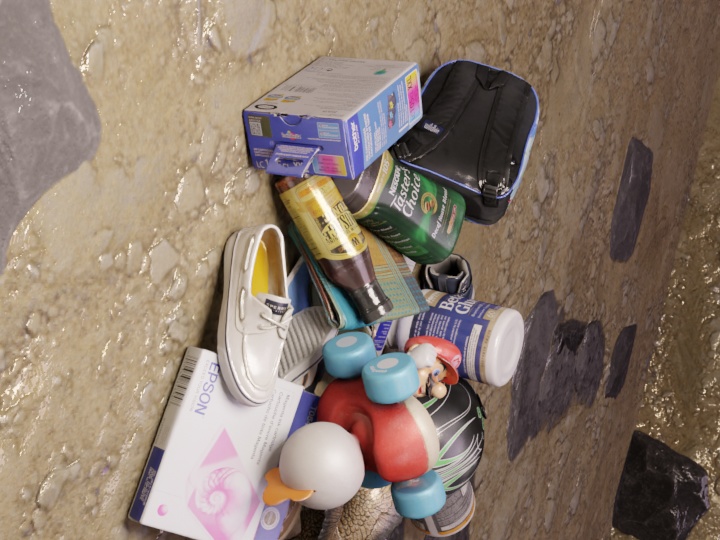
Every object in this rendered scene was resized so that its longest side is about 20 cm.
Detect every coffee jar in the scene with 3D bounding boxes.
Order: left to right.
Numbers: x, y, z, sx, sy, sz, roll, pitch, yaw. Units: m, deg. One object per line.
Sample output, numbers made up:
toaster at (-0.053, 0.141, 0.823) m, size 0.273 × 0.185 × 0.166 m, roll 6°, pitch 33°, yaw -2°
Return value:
coffee jar at (0.037, -0.090, 1.491) m, size 0.200 × 0.085 × 0.105 m, roll 28°, pitch 72°, yaw -37°

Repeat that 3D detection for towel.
towel at (0.000, 0.000, 1.473) m, size 0.200 × 0.022 × 0.147 m, roll -7°, pitch 67°, yaw -56°

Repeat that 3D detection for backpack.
backpack at (0.143, -0.177, 1.630) m, size 0.147 × 0.182 × 0.201 m, roll 101°, pitch 12°, yaw -66°

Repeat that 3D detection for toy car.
toy car at (-0.031, 0.200, 1.322) m, size 0.199 × 0.177 × 0.185 m, roll -23°, pitch 114°, yaw -25°

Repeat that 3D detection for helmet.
helmet at (0.075, 0.242, 1.687) m, size 0.191 × 0.199 × 0.201 m, roll -61°, pitch 152°, yaw -52°

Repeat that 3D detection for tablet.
tablet at (-0.047, 0.003, 1.520) m, size 0.200 × 0.014 × 0.130 m, roll -60°, pitch 149°, yaw -31°

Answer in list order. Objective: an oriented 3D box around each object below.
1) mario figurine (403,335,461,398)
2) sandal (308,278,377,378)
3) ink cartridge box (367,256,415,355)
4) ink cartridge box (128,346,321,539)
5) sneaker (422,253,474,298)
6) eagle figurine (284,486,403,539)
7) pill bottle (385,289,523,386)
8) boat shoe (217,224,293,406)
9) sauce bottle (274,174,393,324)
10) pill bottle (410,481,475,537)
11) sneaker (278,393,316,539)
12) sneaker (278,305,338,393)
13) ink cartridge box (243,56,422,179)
mario figurine at (0.056, 0.163, 1.539) m, size 0.200 × 0.123 × 0.106 m, roll -33°, pitch 95°, yaw -19°
sandal at (-0.017, 0.078, 1.516) m, size 0.080 × 0.057 × 0.202 m, roll -39°, pitch 135°, yaw -23°
ink cartridge box at (0.017, 0.048, 1.622) m, size 0.099 × 0.039 × 0.201 m, roll 12°, pitch 98°, yaw -63°
ink cartridge box at (-0.136, 0.208, 1.321) m, size 0.199 × 0.043 × 0.197 m, roll 24°, pitch 79°, yaw -33°
sneaker at (0.122, 0.071, 1.795) m, size 0.146 × 0.077 × 0.203 m, roll 74°, pitch 28°, yaw -63°
eagle figurine at (-0.037, 0.319, 1.522) m, size 0.200 × 0.151 × 0.152 m, roll -40°, pitch -170°, yaw 23°
pill bottle at (0.121, 0.089, 1.678) m, size 0.111 × 0.199 × 0.112 m, roll -37°, pitch 133°, yaw -53°
boat shoe at (-0.107, 0.046, 1.288) m, size 0.071 × 0.070 × 0.201 m, roll 14°, pitch 69°, yaw -39°
sauce bottle at (-0.026, -0.033, 1.381) m, size 0.201 × 0.066 × 0.066 m, roll 58°, pitch 40°, yaw -7°
pill bottle at (0.111, 0.328, 1.869) m, size 0.117 × 0.116 × 0.200 m, roll -60°, pitch 149°, yaw -29°
sneaker at (-0.102, 0.234, 1.464) m, size 0.076 × 0.070 × 0.201 m, roll 64°, pitch 37°, yaw -58°
sneaker at (-0.091, 0.135, 1.429) m, size 0.200 × 0.078 × 0.080 m, roll -50°, pitch 139°, yaw -22°
ink cartridge box at (-0.036, -0.168, 1.322) m, size 0.200 × 0.136 × 0.077 m, roll -43°, pitch 133°, yaw -47°
